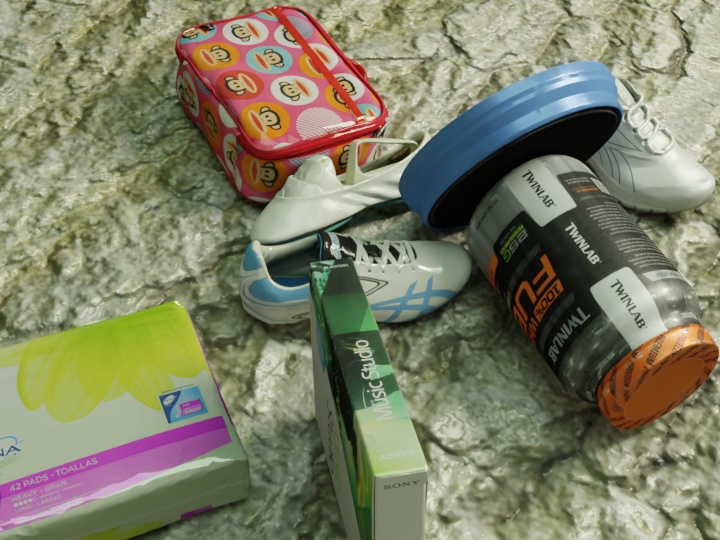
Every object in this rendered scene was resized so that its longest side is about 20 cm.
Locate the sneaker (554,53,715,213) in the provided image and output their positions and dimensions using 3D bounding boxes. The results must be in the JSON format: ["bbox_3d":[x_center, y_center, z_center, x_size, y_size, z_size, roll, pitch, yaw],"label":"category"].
[{"bbox_3d":[0.244,-0.127,0.947,0.199,0.088,0.074,37,53,23],"label":"sneaker"}]

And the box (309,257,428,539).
[{"bbox_3d":[0.001,0.108,0.653,0.036,0.146,0.201,-9,36,-11],"label":"box"}]

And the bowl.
[{"bbox_3d":[0.128,-0.097,0.841,0.199,0.201,0.040,-21,74,-22],"label":"bowl"}]

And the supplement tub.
[{"bbox_3d":[0.179,0.015,0.791,0.121,0.123,0.201,-17,52,-19],"label":"supplement tub"}]

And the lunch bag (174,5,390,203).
[{"bbox_3d":[-0.067,-0.164,0.959,0.175,0.082,0.201,-20,55,-26],"label":"lunch bag"}]

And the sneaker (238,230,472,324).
[{"bbox_3d":[0.000,0.000,0.823,0.197,0.073,0.072,-6,48,-12],"label":"sneaker"}]

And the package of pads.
[{"bbox_3d":[-0.194,0.113,0.706,0.198,0.069,0.155,-16,52,-19],"label":"package of pads"}]

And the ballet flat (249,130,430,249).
[{"bbox_3d":[-0.014,-0.077,0.882,0.198,0.070,0.070,-21,53,-27],"label":"ballet flat"}]
